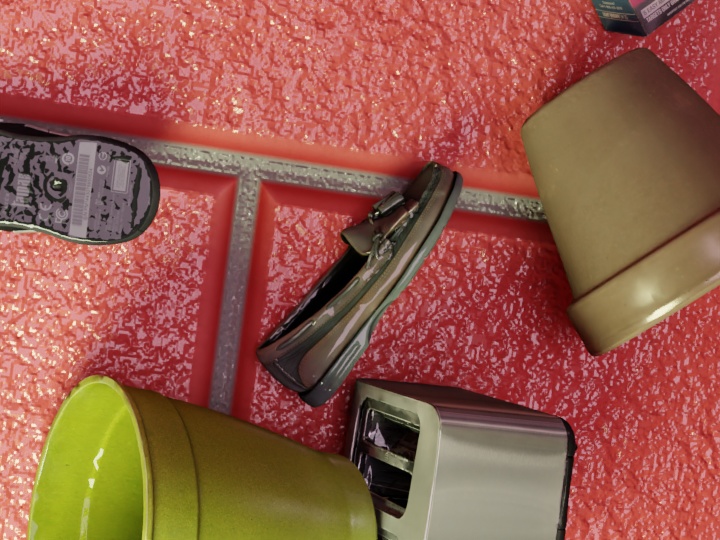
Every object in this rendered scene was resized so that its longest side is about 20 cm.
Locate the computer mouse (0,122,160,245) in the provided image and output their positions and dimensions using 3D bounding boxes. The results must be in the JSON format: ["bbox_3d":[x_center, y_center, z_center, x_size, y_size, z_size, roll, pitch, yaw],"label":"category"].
[{"bbox_3d":[-0.233,-0.091,1.108,0.198,0.046,0.142,1,97,-8],"label":"computer mouse"}]

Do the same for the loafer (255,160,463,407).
[{"bbox_3d":[0.000,0.000,1.186,0.063,0.072,0.201,34,84,-12],"label":"loafer"}]

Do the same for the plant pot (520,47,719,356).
[{"bbox_3d":[0.210,-0.062,1.209,0.199,0.200,0.176,-29,85,-16],"label":"plant pot"}]

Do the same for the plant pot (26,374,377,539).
[{"bbox_3d":[-0.099,0.182,1.107,0.191,0.200,0.203,10,90,-31],"label":"plant pot"}]

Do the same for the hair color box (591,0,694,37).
[{"bbox_3d":[0.193,-0.285,1.223,0.100,0.060,0.201,-37,114,-13],"label":"hair color box"}]

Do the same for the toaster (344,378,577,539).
[{"bbox_3d":[0.060,0.178,1.149,0.118,0.200,0.183,9,91,-24],"label":"toaster"}]
